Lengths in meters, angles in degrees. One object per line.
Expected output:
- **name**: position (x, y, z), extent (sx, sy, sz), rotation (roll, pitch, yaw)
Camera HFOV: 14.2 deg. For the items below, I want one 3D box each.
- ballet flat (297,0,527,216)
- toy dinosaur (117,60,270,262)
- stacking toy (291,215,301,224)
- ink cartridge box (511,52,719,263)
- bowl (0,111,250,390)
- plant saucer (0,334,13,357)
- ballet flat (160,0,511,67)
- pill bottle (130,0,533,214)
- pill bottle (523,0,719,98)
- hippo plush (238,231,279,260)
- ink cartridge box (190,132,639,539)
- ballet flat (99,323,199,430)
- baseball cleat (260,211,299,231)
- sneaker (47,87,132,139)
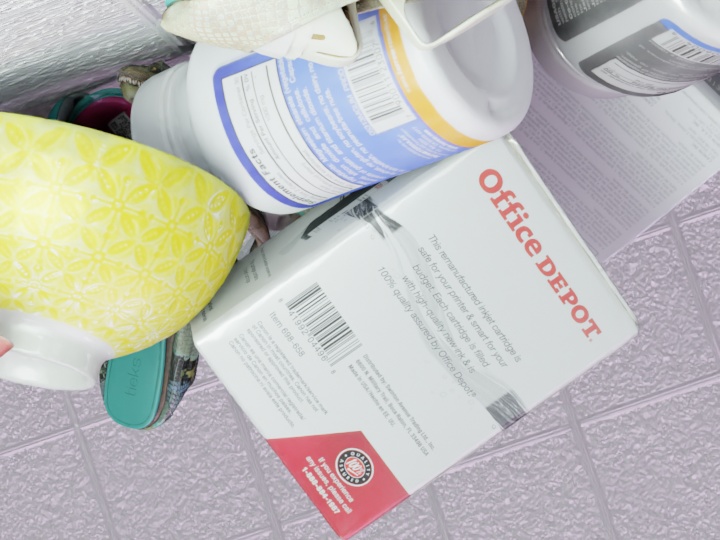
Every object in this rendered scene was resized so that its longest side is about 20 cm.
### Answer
- **ballet flat**: position (0.037, -0.099, 1.605), extent (0.200, 0.071, 0.071), rotation (-42, 179, 1)
- **toy dinosaur**: position (-0.081, -0.039, 1.659), extent (0.047, 0.088, 0.200), rotation (-17, 140, 9)
- **stacking toy**: position (0.000, 0.000, 1.663), extent (0.200, 0.146, 0.146), rotation (-36, -175, -19)
- **ink cartridge box**: position (0.116, -0.085, 1.738), extent (0.200, 0.160, 0.047), rotation (-41, -169, 35)
- **bowl**: position (-0.166, 0.000, 1.509), extent (0.200, 0.108, 0.200), rotation (11, 166, 3)
- **plant saucer**: position (-0.296, 0.024, 1.467), extent (0.199, 0.037, 0.200), rotation (26, 163, -18)
- **ballet flat**: position (0.006, -0.130, 1.388), extent (0.200, 0.062, 0.067), rotation (-18, 178, -10)
- **pill bottle**: position (-0.019, -0.094, 1.516), extent (0.200, 0.112, 0.112), rotation (-19, 179, 34)
- **pill bottle**: position (0.166, -0.156, 1.563), extent (0.114, 0.114, 0.200), rotation (-19, 180, -19)
- **hippo plush**: position (0.007, -0.074, 1.863), extent (0.200, 0.159, 0.161), rotation (-39, -176, 20)
- **ink cartridge box**: position (0.028, 0.024, 1.564), extent (0.200, 0.144, 0.084), rotation (-35, -163, 4)
- **ballet flat**: position (-0.119, 0.002, 1.797), extent (0.074, 0.200, 0.074), rotation (13, -155, -6)
- **baseball cleat**: position (-0.053, -0.105, 1.683), extent (0.070, 0.106, 0.200), rotation (-31, 156, -33)
- **sneaker**: position (-0.161, -0.063, 1.706), extent (0.121, 0.084, 0.200), rotation (-45, -164, 24)
